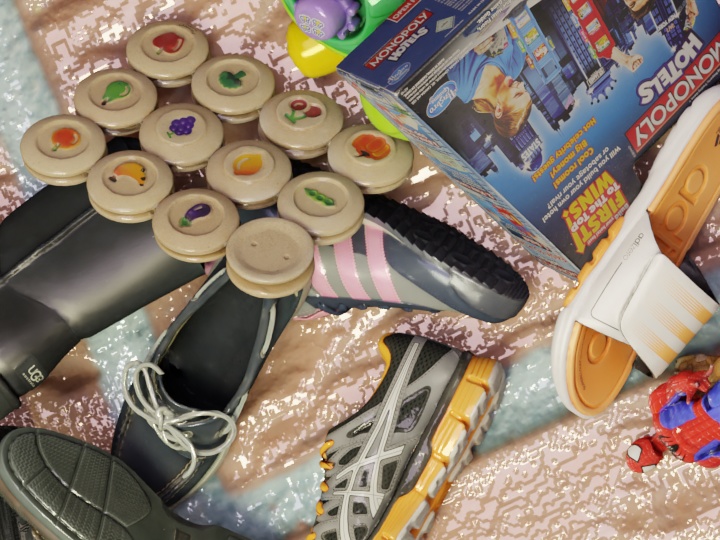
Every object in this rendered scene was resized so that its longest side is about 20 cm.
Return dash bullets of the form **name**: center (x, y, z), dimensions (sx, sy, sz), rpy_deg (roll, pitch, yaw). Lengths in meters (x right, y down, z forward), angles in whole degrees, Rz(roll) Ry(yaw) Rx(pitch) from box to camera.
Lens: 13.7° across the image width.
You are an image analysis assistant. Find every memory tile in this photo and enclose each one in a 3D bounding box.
- **memory tile**: center (-0.083, -0.068, 1.708), dimensions (0.199, 0.017, 0.153), rpy_deg (28, 52, 23)

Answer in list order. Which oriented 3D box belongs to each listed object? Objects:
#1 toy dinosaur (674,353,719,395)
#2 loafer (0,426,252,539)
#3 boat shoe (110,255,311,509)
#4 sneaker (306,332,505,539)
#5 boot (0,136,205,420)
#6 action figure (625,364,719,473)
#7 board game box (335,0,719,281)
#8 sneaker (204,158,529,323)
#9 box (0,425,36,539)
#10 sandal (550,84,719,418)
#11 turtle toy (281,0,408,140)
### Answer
- **toy dinosaur**: center (0.248, 0.011, 1.647), dimensions (0.060, 0.106, 0.200), rpy_deg (42, 135, 6)
- **loafer**: center (-0.132, 0.162, 1.709), dimensions (0.199, 0.072, 0.063), rpy_deg (31, 133, -15)
- **boat shoe**: center (-0.095, 0.067, 1.719), dimensions (0.075, 0.062, 0.200), rpy_deg (40, 115, 6)
- **sneaker**: center (0.006, 0.126, 1.714), dimensions (0.077, 0.078, 0.201), rpy_deg (29, 79, 13)
- **boot**: center (-0.198, -0.023, 1.760), dimensions (0.168, 0.077, 0.200), rpy_deg (-37, 55, -8)
- **action figure**: center (0.209, 0.073, 1.640), dimensions (0.065, 0.200, 0.052), rpy_deg (45, 54, -8)
- **board game box**: center (0.113, -0.099, 1.674), dimensions (0.200, 0.200, 0.062), rpy_deg (-43, 37, -15)
- **sneaker**: center (0.000, 0.000, 1.733), dimensions (0.199, 0.070, 0.082), rpy_deg (25, 107, 16)
- **box**: center (-0.216, 0.191, 1.711), dimensions (0.049, 0.158, 0.201), rpy_deg (-11, 84, 10)
- **sandal**: center (0.177, -0.007, 1.679), dimensions (0.059, 0.079, 0.207), rpy_deg (28, 91, 38)
- **turtle toy**: center (0.013, -0.168, 1.715), dimensions (0.145, 0.101, 0.201), rpy_deg (-22, 83, 9)
